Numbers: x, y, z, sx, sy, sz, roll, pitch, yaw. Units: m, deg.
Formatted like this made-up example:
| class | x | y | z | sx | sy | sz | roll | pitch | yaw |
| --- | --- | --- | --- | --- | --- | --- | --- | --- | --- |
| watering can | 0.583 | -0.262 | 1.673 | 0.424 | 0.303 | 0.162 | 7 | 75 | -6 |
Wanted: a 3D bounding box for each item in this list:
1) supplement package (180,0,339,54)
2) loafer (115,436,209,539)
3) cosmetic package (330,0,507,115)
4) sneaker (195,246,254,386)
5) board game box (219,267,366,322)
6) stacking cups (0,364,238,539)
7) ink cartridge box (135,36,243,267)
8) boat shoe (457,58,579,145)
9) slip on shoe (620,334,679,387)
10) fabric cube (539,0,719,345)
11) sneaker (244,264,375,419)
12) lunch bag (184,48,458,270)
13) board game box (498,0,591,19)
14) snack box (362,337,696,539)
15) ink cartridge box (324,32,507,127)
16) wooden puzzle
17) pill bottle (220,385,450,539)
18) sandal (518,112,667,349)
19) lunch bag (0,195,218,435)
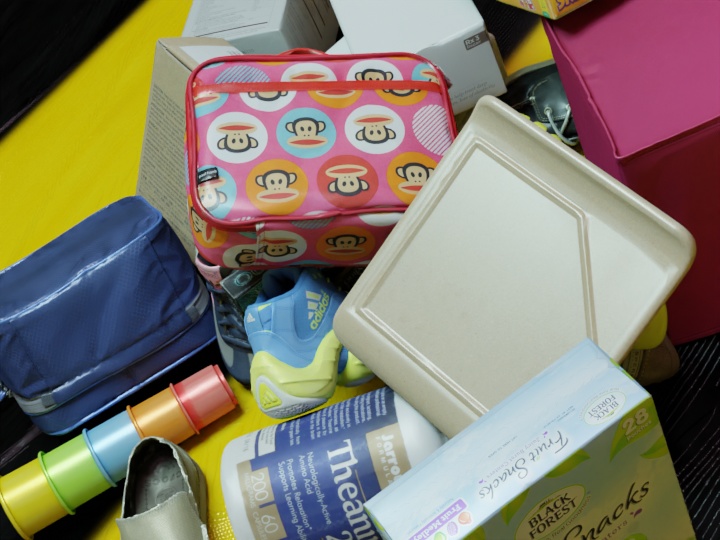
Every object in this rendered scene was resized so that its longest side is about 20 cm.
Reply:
| class | x | y | z | sx | sy | sz | roll | pitch | yaw |
| --- | --- | --- | --- | --- | --- | --- | --- | --- | --- |
| supplement package | -0.093 | -0.255 | 1.426 | 0.113 | 0.110 | 0.201 | -7 | 47 | 21 |
| loafer | -0.146 | 0.204 | 1.049 | 0.075 | 0.068 | 0.200 | -24 | 43 | 4 |
| cosmetic package | 0.039 | -0.213 | 1.222 | 0.112 | 0.081 | 0.201 | -22 | 44 | 5 |
| sneaker | -0.102 | 0.008 | 1.117 | 0.070 | 0.201 | 0.082 | 8 | 22 | 26 |
| board game box | 0.000 | 0.000 | 1.121 | 0.200 | 0.136 | 0.028 | -36 | 43 | -10 |
| stacking cups | -0.190 | 0.145 | 1.144 | 0.199 | 0.061 | 0.061 | -27 | 43 | -7 |
| ink cartridge box | -0.110 | -0.087 | 1.225 | 0.075 | 0.166 | 0.200 | -8 | 36 | -36 |
| boat shoe | 0.171 | -0.138 | 1.214 | 0.199 | 0.072 | 0.068 | -27 | 39 | -2 |
| slip on shoe | 0.165 | 0.025 | 1.076 | 0.060 | 0.076 | 0.200 | 1 | 24 | -29 |
| fabric cube | 0.267 | -0.104 | 1.042 | 0.195 | 0.200 | 0.201 | -20 | 43 | 5 |
| sneaker | -0.014 | 0.034 | 1.062 | 0.075 | 0.106 | 0.200 | -17 | 4 | 35 |
| lunch bag | -0.029 | -0.091 | 1.037 | 0.199 | 0.082 | 0.177 | -3 | 58 | -7 |
| board game box | 0.137 | -0.238 | 1.094 | 0.095 | 0.030 | 0.200 | -29 | 24 | -11 |
| snack box | 0.112 | 0.164 | 0.863 | 0.168 | 0.200 | 0.068 | -36 | 43 | -8 |
| ink cartridge box | 0.016 | -0.142 | 1.284 | 0.200 | 0.084 | 0.145 | -42 | 45 | -16 |
| wooden puzzle | 0.096 | 0.014 | 0.926 | 0.185 | 0.037 | 0.201 | 39 | 103 | 29 |
| pill bottle | 0.012 | 0.142 | 0.998 | 0.199 | 0.111 | 0.111 | -20 | 44 | 8 |
| sandal | 0.123 | -0.021 | 0.968 | 0.087 | 0.080 | 0.201 | -26 | 70 | -18 |
| lunch bag | -0.223 | 0.047 | 1.188 | 0.199 | 0.133 | 0.136 | -32 | 23 | -8 |
